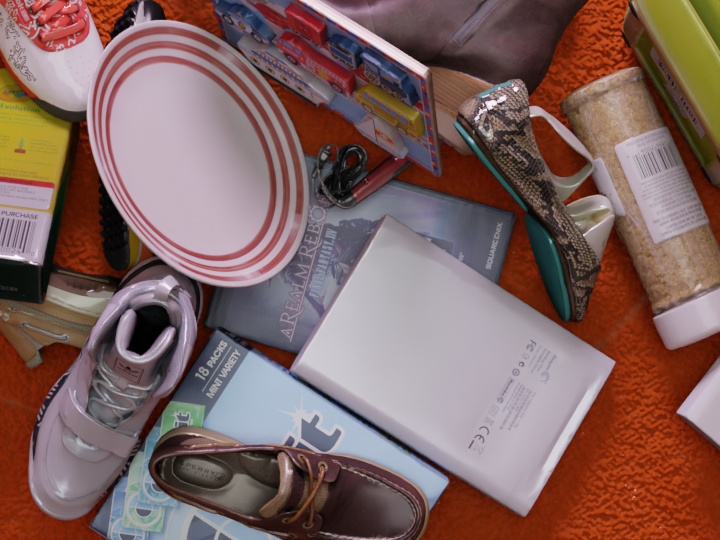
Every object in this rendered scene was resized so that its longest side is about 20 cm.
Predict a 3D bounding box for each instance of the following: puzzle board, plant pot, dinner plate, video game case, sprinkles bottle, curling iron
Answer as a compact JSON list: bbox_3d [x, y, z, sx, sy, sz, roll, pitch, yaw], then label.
[{"bbox_3d":[-0.030,-0.147,1.608,0.200,0.151,0.017,34,73,18],"label":"puzzle board"},{"bbox_3d":[0.298,-0.166,1.629,0.181,0.199,0.200,-30,87,2],"label":"plant pot"},{"bbox_3d":[-0.116,-0.080,1.619,0.024,0.200,0.201,-27,86,39],"label":"dinner plate"},{"bbox_3d":[0.000,0.000,1.690,0.199,0.019,0.143,16,85,-1],"label":"video game case"},{"bbox_3d":[0.214,-0.045,1.675,0.068,0.068,0.200,-23,86,-4],"label":"sprinkles bottle"},{"bbox_3d":[0.048,-0.108,1.684,0.200,0.026,0.050,-32,89,-11],"label":"curling iron"}]

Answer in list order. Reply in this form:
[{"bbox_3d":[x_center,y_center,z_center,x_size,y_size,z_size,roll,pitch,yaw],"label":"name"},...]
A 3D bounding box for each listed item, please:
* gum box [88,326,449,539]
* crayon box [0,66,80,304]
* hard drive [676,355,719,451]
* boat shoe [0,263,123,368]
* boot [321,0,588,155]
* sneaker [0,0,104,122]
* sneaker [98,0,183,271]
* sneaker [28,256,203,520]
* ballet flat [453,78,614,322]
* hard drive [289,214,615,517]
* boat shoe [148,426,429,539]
[{"bbox_3d":[-0.065,0.165,1.654,0.200,0.045,0.170,33,91,1],"label":"gum box"},{"bbox_3d":[-0.270,-0.075,1.639,0.127,0.051,0.200,8,52,-1],"label":"crayon box"},{"bbox_3d":[0.339,0.066,1.677,0.132,0.026,0.200,40,85,-14],"label":"hard drive"},{"bbox_3d":[-0.232,0.034,1.657,0.199,0.072,0.076,14,97,-1],"label":"boat shoe"},{"bbox_3d":[0.053,-0.199,1.642,0.200,0.072,0.167,35,99,-1],"label":"boot"},{"bbox_3d":[-0.231,-0.208,1.629,0.067,0.108,0.202,-21,70,-19],"label":"sneaker"},{"bbox_3d":[-0.140,-0.096,1.677,0.090,0.070,0.201,4,81,-24],"label":"sneaker"},{"bbox_3d":[-0.172,0.083,1.579,0.075,0.115,0.200,28,90,-4],"label":"sneaker"},{"bbox_3d":[0.138,-0.052,1.637,0.075,0.068,0.200,-32,120,-2],"label":"ballet flat"},{"bbox_3d":[0.067,0.069,1.662,0.200,0.025,0.132,33,82,-8],"label":"hard drive"},{"bbox_3d":[-0.051,0.154,1.595,0.199,0.072,0.072,16,90,1],"label":"boat shoe"}]
